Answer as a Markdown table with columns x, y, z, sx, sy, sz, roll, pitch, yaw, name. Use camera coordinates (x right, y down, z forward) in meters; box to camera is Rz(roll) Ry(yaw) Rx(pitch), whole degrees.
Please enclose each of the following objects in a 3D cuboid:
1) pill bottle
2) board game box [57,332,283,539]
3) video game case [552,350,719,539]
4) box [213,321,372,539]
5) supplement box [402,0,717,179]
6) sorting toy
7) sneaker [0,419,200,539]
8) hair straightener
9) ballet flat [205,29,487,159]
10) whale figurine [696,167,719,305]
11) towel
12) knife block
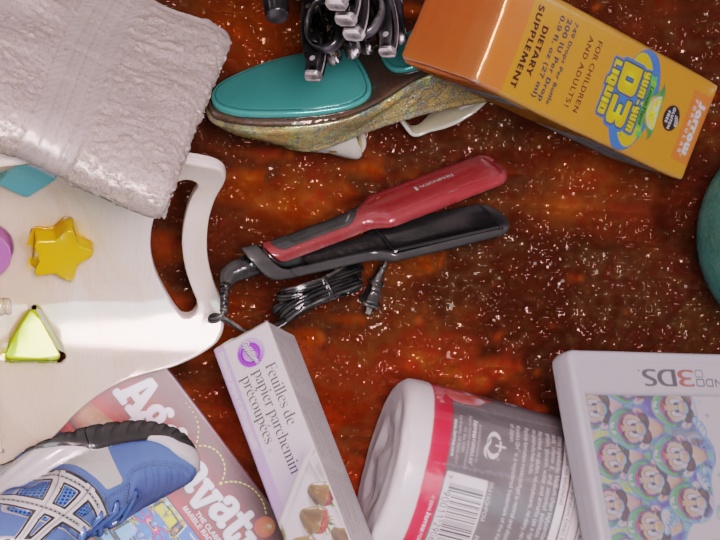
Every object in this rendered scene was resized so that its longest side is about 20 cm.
| x | y | z | sx | sy | sz | roll | pitch | yaw | name |
| --- | --- | --- | --- | --- | --- | --- | --- | --- | --- |
| 0.104 | 0.139 | 1.470 | 0.199 | 0.111 | 0.111 | 15 | 92 | -10 | pill bottle |
| -0.113 | 0.144 | 1.485 | 0.103 | 0.019 | 0.200 | -38 | 98 | -5 | board game box |
| 0.205 | 0.144 | 1.435 | 0.181 | 0.024 | 0.201 | 3 | 69 | -30 | video game case |
| -0.028 | 0.127 | 1.421 | 0.039 | 0.041 | 0.201 | -28 | 67 | 14 | box |
| 0.118 | -0.114 | 1.426 | 0.200 | 0.069 | 0.067 | 19 | 92 | -47 | supplement box |
| -0.163 | -0.003 | 1.414 | 0.179 | 0.107 | 0.201 | -5 | 121 | -14 | sorting toy |
| -0.176 | 0.142 | 1.401 | 0.199 | 0.076 | 0.077 | -17 | 63 | -29 | sneaker |
| 0.000 | 0.000 | 1.463 | 0.199 | 0.041 | 0.077 | -23 | 127 | -21 | hair straightener |
| 0.010 | -0.102 | 1.466 | 0.199 | 0.071 | 0.071 | -19 | 97 | -5 | ballet flat |
| 0.284 | -0.006 | 1.504 | 0.199 | 0.104 | 0.160 | 27 | 76 | -33 | whale figurine |
| -0.146 | -0.109 | 1.378 | 0.132 | 0.200 | 0.035 | 24 | 122 | -8 | towel |
| -0.026 | -0.211 | 1.387 | 0.064 | 0.176 | 0.201 | -16 | 97 | 14 | knife block |
